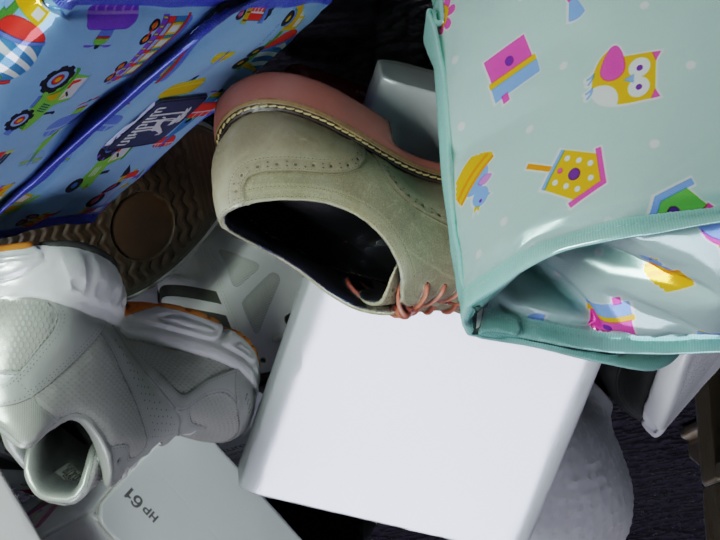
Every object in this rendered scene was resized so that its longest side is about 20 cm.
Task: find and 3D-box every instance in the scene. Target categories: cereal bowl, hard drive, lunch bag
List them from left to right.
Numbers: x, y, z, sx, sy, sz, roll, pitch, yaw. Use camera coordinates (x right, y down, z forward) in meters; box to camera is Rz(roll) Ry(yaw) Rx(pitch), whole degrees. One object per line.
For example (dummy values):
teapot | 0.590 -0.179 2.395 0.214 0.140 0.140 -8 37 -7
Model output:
lunch bag | -0.112 -0.079 0.988 0.151 0.094 0.200 -43 157 26
hard drive | 0.040 0.019 1.111 0.132 0.026 0.200 14 116 -12
cereal bowl | 0.061 0.063 1.292 0.083 0.200 0.200 -48 151 -2
lunch bag | 0.126 -0.058 1.000 0.200 0.170 0.122 -9 149 9

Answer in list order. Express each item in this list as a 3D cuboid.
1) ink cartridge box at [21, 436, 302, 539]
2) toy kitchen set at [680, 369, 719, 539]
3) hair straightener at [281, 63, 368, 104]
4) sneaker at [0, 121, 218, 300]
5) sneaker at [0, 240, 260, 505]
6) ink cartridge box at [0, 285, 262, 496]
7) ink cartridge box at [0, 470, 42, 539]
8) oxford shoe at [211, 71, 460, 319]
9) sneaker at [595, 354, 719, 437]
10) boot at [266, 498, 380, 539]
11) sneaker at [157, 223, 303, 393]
ink cartridge box | -0.110 0.171 1.294 0.145 0.085 0.200 49 140 -9
toy kitchen set | 0.262 0.152 1.505 0.200 0.181 0.163 18 149 -35
hair straightener | 0.049 -0.023 1.128 0.200 0.041 0.077 16 116 -12
sneaker | -0.150 -0.009 1.153 0.200 0.073 0.085 -33 -158 -12
sneaker | -0.106 0.055 1.069 0.076 0.092 0.200 -2 163 26
ink cartridge box | -0.139 0.043 1.288 0.148 0.086 0.200 -15 157 23
ink cartridge box | -0.181 0.132 1.174 0.067 0.200 0.117 -36 -159 -19
oxford shoe | 0.027 -0.001 1.033 0.200 0.075 0.070 24 135 -15
sneaker | 0.124 0.021 1.249 0.071 0.099 0.200 -48 172 -8
boot | -0.045 0.130 1.433 0.198 0.073 0.162 -10 -179 -36
sneaker | 0.000 0.000 1.179 0.200 0.115 0.076 -16 154 23
